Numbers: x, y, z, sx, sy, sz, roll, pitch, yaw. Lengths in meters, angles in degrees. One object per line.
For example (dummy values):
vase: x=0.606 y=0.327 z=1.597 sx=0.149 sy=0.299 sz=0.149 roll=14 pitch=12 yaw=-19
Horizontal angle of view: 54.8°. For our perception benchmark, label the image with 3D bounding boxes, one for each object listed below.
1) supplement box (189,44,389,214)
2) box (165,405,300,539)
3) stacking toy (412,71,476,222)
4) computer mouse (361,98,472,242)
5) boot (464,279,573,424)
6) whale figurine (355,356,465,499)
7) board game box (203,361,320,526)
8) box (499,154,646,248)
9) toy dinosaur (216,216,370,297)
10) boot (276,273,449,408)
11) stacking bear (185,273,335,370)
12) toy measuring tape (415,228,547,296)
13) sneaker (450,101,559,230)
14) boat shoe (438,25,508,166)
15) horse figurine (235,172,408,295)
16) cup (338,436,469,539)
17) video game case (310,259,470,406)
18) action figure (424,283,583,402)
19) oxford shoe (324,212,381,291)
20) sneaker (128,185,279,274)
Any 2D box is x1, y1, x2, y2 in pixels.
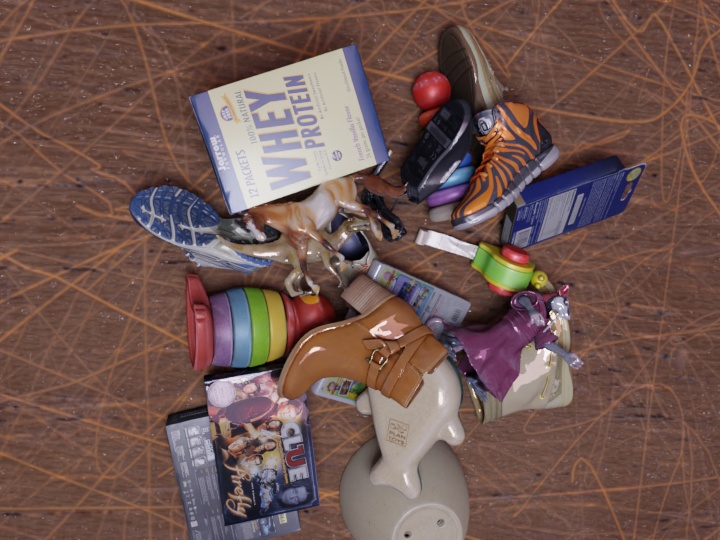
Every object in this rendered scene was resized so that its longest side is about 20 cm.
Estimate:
supplement box: x=-0.093 y=-0.170 z=0.858 sx=0.198 sy=0.200 sz=0.136 roll=-20 pitch=102 yaw=-7
box: x=-0.178 y=0.288 z=0.987 sx=0.155 sy=0.051 sz=0.203 roll=-12 pitch=100 yaw=-9
stacking toy: x=0.113 y=-0.174 z=0.965 sx=0.084 sy=0.085 sz=0.203 roll=-16 pitch=95 yaw=-8
computer mouse: x=0.079 y=-0.141 z=0.927 sx=0.046 sy=0.141 sz=0.201 roll=22 pitch=108 yaw=-33
boot: x=0.229 y=0.120 z=1.032 sx=0.153 sy=0.073 sz=0.203 roll=-11 pitch=103 yaw=-8
whale figurine: x=0.071 y=0.199 z=0.942 sx=0.157 sy=0.104 sz=0.203 roll=12 pitch=97 yaw=23
board game box: x=-0.133 y=0.233 z=0.946 sx=0.134 sy=0.035 sz=0.203 roll=-9 pitch=98 yaw=-12
box: x=0.299 y=-0.097 z=0.993 sx=0.197 sy=0.122 sz=0.033 roll=-18 pitch=60 yaw=-7
toy dinosaur: x=-0.081 y=-0.018 z=0.900 sx=0.197 sy=0.058 sz=0.103 roll=-11 pitch=85 yaw=-12
boot: x=0.001 y=0.122 z=0.873 sx=0.154 sy=0.074 sz=0.201 roll=41 pitch=93 yaw=16
stacking bear: x=-0.129 y=0.070 z=0.938 sx=0.197 sy=0.122 sz=0.115 roll=-4 pitch=120 yaw=-20
toy measuring tape: x=0.175 y=-0.012 z=0.986 sx=0.197 sy=0.074 sz=0.075 roll=18 pitch=95 yaw=-4
sneaker: x=0.166 y=-0.144 z=0.905 sx=0.200 sy=0.077 sz=0.113 roll=-42 pitch=103 yaw=-27
boat shoe: x=0.171 y=-0.247 z=0.974 sx=0.076 sy=0.071 sz=0.202 roll=-28 pitch=107 yaw=-26
horse figurine: x=-0.036 y=-0.065 z=0.860 sx=0.199 sy=0.050 sz=0.133 roll=-36 pitch=74 yaw=-19
cup: x=0.076 y=0.348 z=0.998 sx=0.197 sy=0.143 sz=0.203 roll=-1 pitch=98 yaw=-10
video game case: x=0.046 y=0.104 z=0.982 sx=0.181 sy=0.022 sz=0.202 roll=22 pitch=98 yaw=-34
action figure: x=0.215 y=0.086 z=0.970 sx=0.199 sy=0.149 sz=0.135 roll=-38 pitch=124 yaw=-13
oxford shoe: x=0.000 y=0.000 z=0.966 sx=0.070 sy=0.074 sz=0.201 roll=-36 pitch=103 yaw=-4
sneaker: x=-0.209 y=-0.039 z=0.908 sx=0.198 sy=0.085 sz=0.078 roll=23 pitch=55 yaw=-23
